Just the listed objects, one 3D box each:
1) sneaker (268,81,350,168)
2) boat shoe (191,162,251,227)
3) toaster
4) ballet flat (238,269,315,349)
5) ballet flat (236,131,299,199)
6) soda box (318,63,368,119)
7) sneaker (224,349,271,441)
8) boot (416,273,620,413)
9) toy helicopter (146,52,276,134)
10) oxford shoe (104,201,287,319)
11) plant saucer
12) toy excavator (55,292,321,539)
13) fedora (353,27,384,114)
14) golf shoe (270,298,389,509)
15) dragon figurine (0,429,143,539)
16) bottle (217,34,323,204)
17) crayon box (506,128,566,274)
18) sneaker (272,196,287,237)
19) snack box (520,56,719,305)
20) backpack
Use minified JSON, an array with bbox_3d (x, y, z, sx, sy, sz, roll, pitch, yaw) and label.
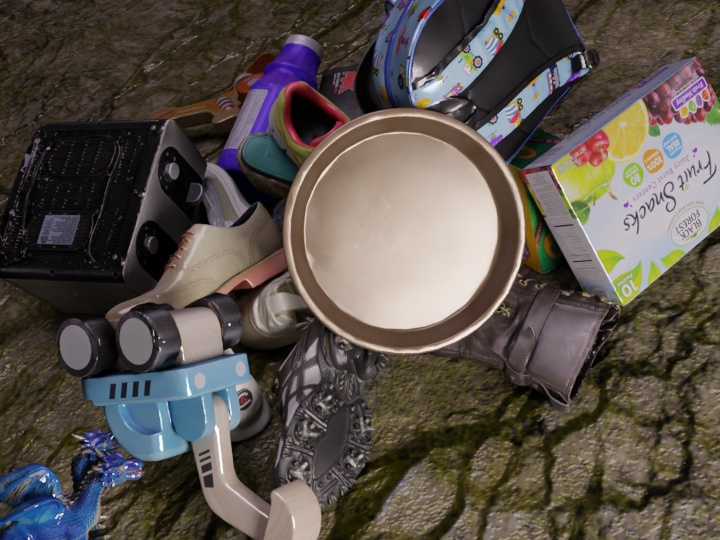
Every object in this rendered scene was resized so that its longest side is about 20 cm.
[{"bbox_3d":[-0.022,-0.104,1.175,0.078,0.090,0.200,-40,82,-13],"label":"sneaker"},{"bbox_3d":[-0.151,-0.050,1.266,0.065,0.074,0.202,-24,42,-17],"label":"boat shoe"},{"bbox_3d":[-0.268,-0.052,1.223,0.200,0.119,0.181,1,66,25],"label":"toaster"},{"bbox_3d":[-0.044,0.022,1.084,0.200,0.069,0.070,-22,32,23],"label":"ballet flat"},{"bbox_3d":[-0.035,-0.084,1.249,0.200,0.071,0.071,24,45,4],"label":"ballet flat"},{"bbox_3d":[-0.014,-0.159,1.361,0.071,0.063,0.200,-8,36,12],"label":"soda box"},{"bbox_3d":[-0.160,0.075,1.088,0.200,0.089,0.074,21,52,43],"label":"sneaker"},{"bbox_3d":[0.140,0.019,1.040,0.174,0.069,0.200,12,63,23],"label":"boot"},{"bbox_3d":[-0.170,-0.205,1.480,0.200,0.079,0.132,-10,35,16],"label":"toy helicopter"},{"bbox_3d":[-0.154,0.001,1.081,0.200,0.074,0.071,-30,12,-39],"label":"oxford shoe"},{"bbox_3d":[0.035,-0.032,0.982,0.200,0.200,0.029,-21,8,-5],"label":"plant saucer"},{"bbox_3d":[-0.125,0.122,0.931,0.194,0.200,0.100,-7,3,34],"label":"toy excavator"},{"bbox_3d":[0.097,-0.195,1.274,0.200,0.177,0.090,-4,43,-16],"label":"fedora"},{"bbox_3d":[-0.035,0.117,1.005,0.094,0.078,0.200,-27,33,47],"label":"golf shoe"},{"bbox_3d":[-0.262,0.194,0.957,0.200,0.100,0.059,-20,35,-5],"label":"dragon figurine"},{"bbox_3d":[-0.095,-0.174,1.352,0.065,0.084,0.200,6,63,27],"label":"bottle"},{"bbox_3d":[0.125,-0.092,1.165,0.058,0.119,0.200,-31,38,-19],"label":"crayon box"},{"bbox_3d":[0.000,0.000,1.151,0.200,0.079,0.066,28,51,21],"label":"sneaker"},{"bbox_3d":[0.253,-0.080,1.072,0.200,0.142,0.053,-36,15,-24],"label":"snack box"},{"bbox_3d":[0.091,-0.186,1.062,0.134,0.183,0.200,13,57,47],"label":"backpack"}]
